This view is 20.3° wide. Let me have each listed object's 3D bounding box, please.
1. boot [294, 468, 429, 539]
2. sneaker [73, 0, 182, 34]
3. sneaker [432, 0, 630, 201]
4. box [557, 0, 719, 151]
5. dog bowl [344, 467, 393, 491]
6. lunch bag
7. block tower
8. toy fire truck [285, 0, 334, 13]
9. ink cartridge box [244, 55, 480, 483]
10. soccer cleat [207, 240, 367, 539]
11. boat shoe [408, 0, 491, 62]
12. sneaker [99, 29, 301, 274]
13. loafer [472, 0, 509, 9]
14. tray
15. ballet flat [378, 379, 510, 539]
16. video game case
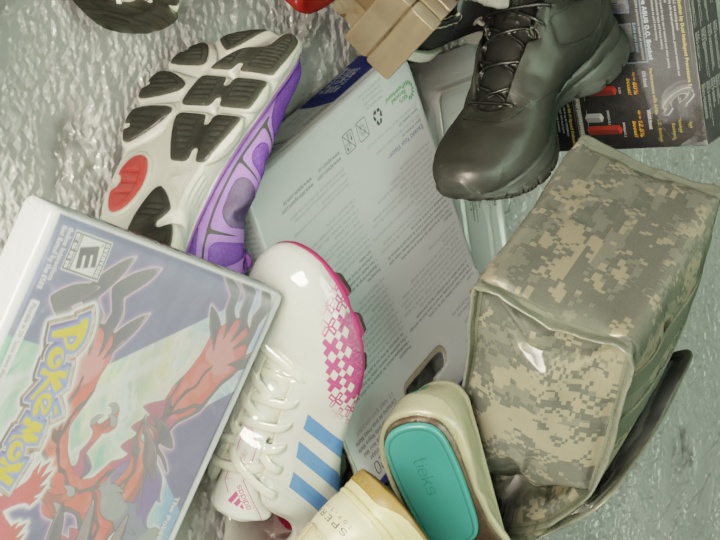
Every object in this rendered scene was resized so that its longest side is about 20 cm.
[{"bbox_3d":[-0.005,0.227,1.091,0.155,0.073,0.201,-37,118,-12],"label":"boot"},{"bbox_3d":[-0.130,-0.219,0.975,0.089,0.076,0.201,-70,150,-51],"label":"sneaker"},{"bbox_3d":[0.094,-0.120,1.221,0.201,0.075,0.091,-56,139,-38],"label":"sneaker"},{"bbox_3d":[0.155,-0.182,1.338,0.050,0.156,0.202,-32,116,-53],"label":"box"},{"bbox_3d":[0.052,0.172,1.263,0.199,0.058,0.202,0,90,-59],"label":"dog bowl"},{"bbox_3d":[0.130,0.055,1.206,0.164,0.117,0.201,-51,158,-43],"label":"lunch bag"},{"bbox_3d":[0.058,-0.195,1.179,0.054,0.058,0.200,43,48,-4],"label":"block tower"},{"bbox_3d":[-0.004,-0.231,1.075,0.201,0.112,0.168,-53,166,20],"label":"toy fire truck"},{"bbox_3d":[0.000,0.000,1.181,0.200,0.040,0.202,-44,120,-49],"label":"ink cartridge box"},{"bbox_3d":[-0.043,0.081,1.060,0.086,0.069,0.201,-41,144,-41],"label":"soccer cleat"},{"bbox_3d":[0.058,-0.174,1.247,0.074,0.060,0.199,58,29,12],"label":"boat shoe"},{"bbox_3d":[-0.084,-0.036,1.037,0.084,0.080,0.201,51,57,-48],"label":"sneaker"},{"bbox_3d":[0.095,-0.239,1.091,0.201,0.069,0.070,-63,-179,6],"label":"loafer"},{"bbox_3d":[0.068,-0.042,1.325,0.107,0.022,0.202,-26,112,-56],"label":"tray"},{"bbox_3d":[0.060,0.154,1.168,0.069,0.069,0.202,-42,125,-50],"label":"ballet flat"},{"bbox_3d":[-0.131,0.080,0.938,0.182,0.023,0.202,22,92,-56],"label":"video game case"}]
